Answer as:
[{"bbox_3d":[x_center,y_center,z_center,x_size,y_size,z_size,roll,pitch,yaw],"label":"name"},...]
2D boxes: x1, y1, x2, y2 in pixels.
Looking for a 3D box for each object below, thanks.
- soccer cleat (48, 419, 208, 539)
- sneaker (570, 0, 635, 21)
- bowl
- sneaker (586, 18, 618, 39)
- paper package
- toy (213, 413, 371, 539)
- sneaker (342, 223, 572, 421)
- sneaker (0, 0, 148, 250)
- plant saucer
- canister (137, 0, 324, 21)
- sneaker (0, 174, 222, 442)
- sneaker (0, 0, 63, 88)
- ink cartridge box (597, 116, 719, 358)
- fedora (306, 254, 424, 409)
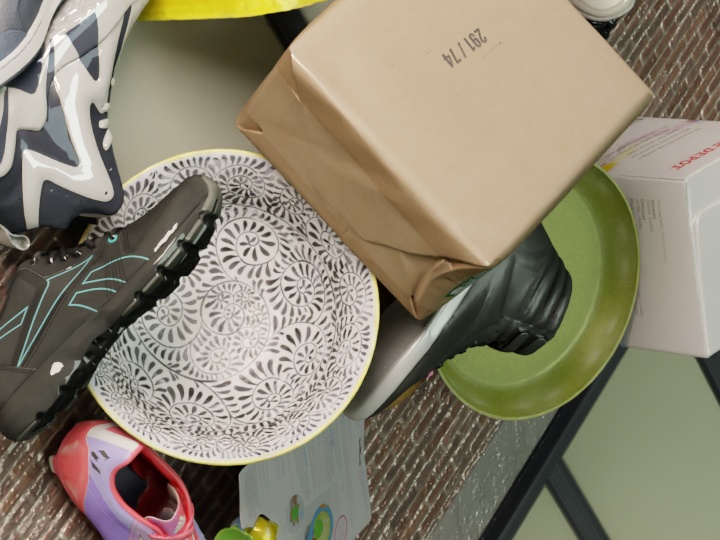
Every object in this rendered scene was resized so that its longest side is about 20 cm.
[{"bbox_3d":[-0.130,0.175,1.310,0.067,0.076,0.201,-52,129,-30],"label":"soccer cleat"},{"bbox_3d":[0.154,-0.283,1.522,0.075,0.081,0.201,-26,96,4],"label":"sneaker"},{"bbox_3d":[-0.091,0.029,1.299,0.199,0.094,0.203,1,81,-7],"label":"bowl"},{"bbox_3d":[0.180,-0.217,1.592,0.075,0.087,0.202,6,91,-48],"label":"sneaker"},{"bbox_3d":[0.055,-0.106,1.269,0.191,0.103,0.200,46,57,-1],"label":"paper package"},{"bbox_3d":[-0.051,0.158,1.401,0.200,0.047,0.116,-38,128,-63],"label":"toy"},{"bbox_3d":[0.075,0.044,1.371,0.099,0.071,0.200,46,75,-26],"label":"sneaker"},{"bbox_3d":[-0.177,-0.096,1.227,0.200,0.079,0.130,-57,138,-32],"label":"sneaker"},{"bbox_3d":[0.120,0.009,1.457,0.198,0.031,0.202,-10,108,-32],"label":"plant saucer"},{"bbox_3d":[-0.094,-0.264,1.245,0.086,0.148,0.202,-21,108,-42],"label":"canister"},{"bbox_3d":[-0.166,0.009,1.204,0.200,0.079,0.075,-47,172,-1],"label":"sneaker"},{"bbox_3d":[-0.222,-0.204,1.151,0.203,0.076,0.147,-62,146,-35],"label":"sneaker"},{"bbox_3d":[0.224,-0.033,1.581,0.146,0.199,0.147,-26,113,-42],"label":"ink cartridge box"},{"bbox_3d":[0.000,0.000,1.427,0.200,0.081,0.203,-21,116,-50],"label":"fedora"}]
